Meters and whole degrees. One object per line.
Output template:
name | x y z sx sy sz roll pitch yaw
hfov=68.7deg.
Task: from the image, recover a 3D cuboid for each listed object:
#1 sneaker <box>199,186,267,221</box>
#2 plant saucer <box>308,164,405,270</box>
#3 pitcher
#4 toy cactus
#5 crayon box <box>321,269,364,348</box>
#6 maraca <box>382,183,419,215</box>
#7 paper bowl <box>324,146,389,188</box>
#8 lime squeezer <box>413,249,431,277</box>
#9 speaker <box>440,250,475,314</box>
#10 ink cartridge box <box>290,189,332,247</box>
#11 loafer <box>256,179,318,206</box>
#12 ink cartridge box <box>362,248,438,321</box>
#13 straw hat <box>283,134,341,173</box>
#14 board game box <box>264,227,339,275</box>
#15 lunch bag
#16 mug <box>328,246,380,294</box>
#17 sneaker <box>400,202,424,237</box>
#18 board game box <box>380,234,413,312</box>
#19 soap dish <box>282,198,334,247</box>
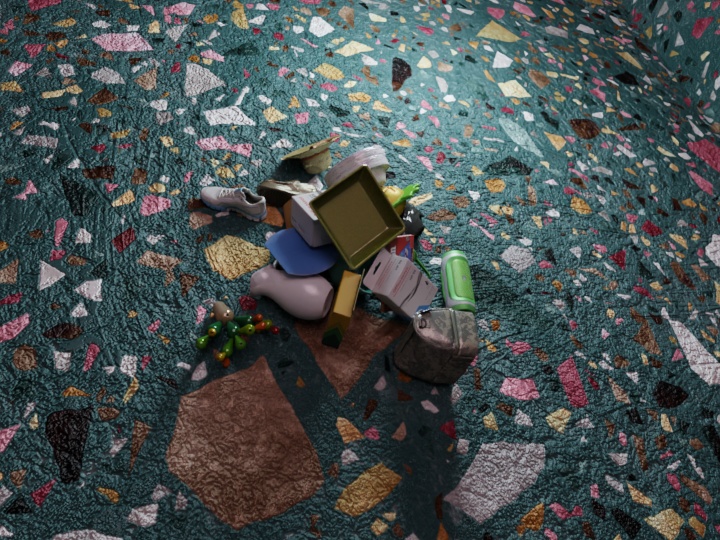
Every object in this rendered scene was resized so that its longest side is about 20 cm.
sneaker | -0.360 -0.212 1.509 0.197 0.087 0.076 14 54 -5
plant saucer | -0.012 -0.133 1.339 0.199 0.048 0.201 -38 99 -24
pitcher | -0.166 0.038 1.382 0.197 0.123 0.172 18 38 11
toy cactus | -0.313 0.142 1.286 0.198 0.103 0.165 -22 46 -26
crayon box | -0.045 0.091 1.316 0.050 0.201 0.128 18 53 -4
maraca | 0.091 -0.205 1.594 0.108 0.198 0.138 56 18 -20
paper bowl | -0.003 -0.279 1.595 0.199 0.200 0.105 -27 87 -30
lime squeezer | 0.134 -0.039 1.488 0.198 0.038 0.071 20 43 -41
speaker | 0.281 0.043 1.525 0.087 0.089 0.202 7 54 -12
ink cartridge box | -0.072 -0.152 1.426 0.198 0.084 0.147 -16 40 -27
loafer | -0.214 -0.233 1.580 0.197 0.076 0.068 10 52 -23
ink cartridge box | 0.108 0.042 1.392 0.200 0.066 0.117 40 74 -38
straw hat | -0.139 -0.354 1.671 0.200 0.200 0.086 -34 113 -33
board game box | -0.153 -0.040 1.385 0.156 0.039 0.200 -20 47 -29
lunch bag | 0.184 0.185 1.323 0.165 0.201 0.141 7 53 -13
mug | -0.008 0.002 1.440 0.152 0.113 0.187 -45 117 -38
sneaker | 0.150 -0.124 1.613 0.090 0.076 0.202 25 55 -9
board game box | 0.100 0.008 1.435 0.102 0.203 0.019 -8 15 -37
soap dish | -0.117 -0.138 1.533 0.197 0.082 0.159 -1 56 -19
